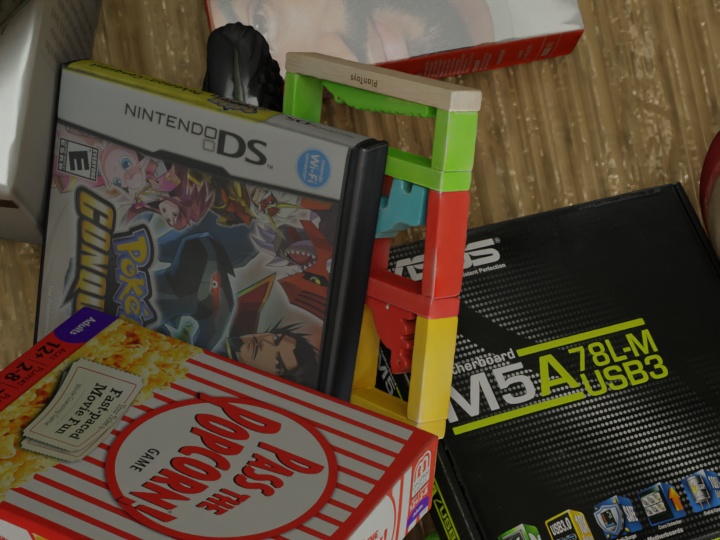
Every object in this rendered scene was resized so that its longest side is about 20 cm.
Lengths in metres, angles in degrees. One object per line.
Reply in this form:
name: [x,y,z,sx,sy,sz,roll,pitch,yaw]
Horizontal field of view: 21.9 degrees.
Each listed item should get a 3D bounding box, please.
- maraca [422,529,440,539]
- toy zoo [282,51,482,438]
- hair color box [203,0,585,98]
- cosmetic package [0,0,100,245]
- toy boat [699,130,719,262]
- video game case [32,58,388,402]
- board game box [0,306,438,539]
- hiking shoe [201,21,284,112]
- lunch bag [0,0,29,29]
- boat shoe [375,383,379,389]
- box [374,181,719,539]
maraca: [0.066,0.184,0.960,0.137,0.107,0.200,40,65,-32]
toy zoo: [0.000,0.000,0.918,0.020,0.131,0.200,-5,105,-38]
hair color box: [0.013,-0.161,1.027,0.200,0.064,0.111,-11,83,-2]
cosmetic package: [-0.230,-0.131,0.964,0.165,0.165,0.200,9,82,1]
toy boat: [0.275,-0.047,0.998,0.200,0.131,0.131,11,39,-19]
video game case: [-0.083,0.011,0.931,0.181,0.025,0.200,17,109,25]
board game box: [-0.087,0.098,0.847,0.200,0.152,0.046,19,125,21]
hiking shoe: [-0.096,-0.034,0.976,0.101,0.076,0.200,10,107,6]
lunch bag: [-0.251,-0.157,0.815,0.168,0.139,0.200,39,80,22]
boat shoe: [-0.009,0.120,0.984,0.074,0.068,0.199,28,82,2]
box: [0.115,0.061,0.956,0.200,0.048,0.193,-12,68,-22]
